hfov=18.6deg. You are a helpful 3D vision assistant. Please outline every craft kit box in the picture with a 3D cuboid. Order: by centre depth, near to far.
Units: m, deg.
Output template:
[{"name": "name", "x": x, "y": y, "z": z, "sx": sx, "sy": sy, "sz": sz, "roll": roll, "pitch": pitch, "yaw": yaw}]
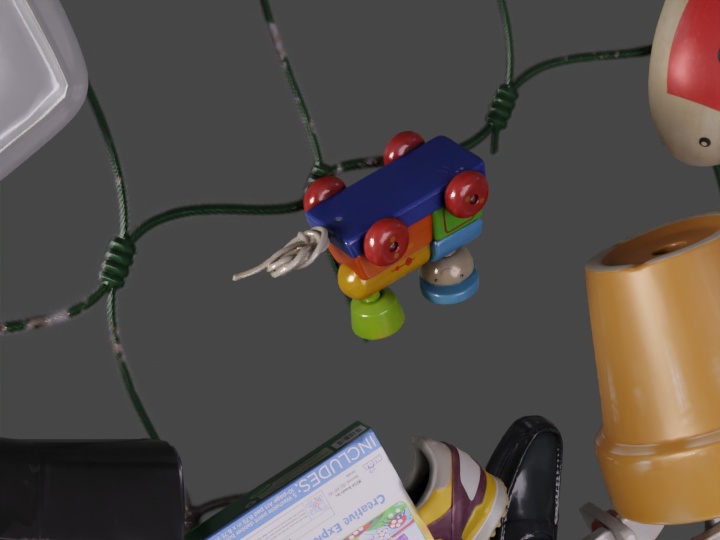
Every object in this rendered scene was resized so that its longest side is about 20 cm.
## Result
[{"name": "craft kit box", "x": -0.031, "y": 0.239, "z": 1.506, "sx": 0.199, "sy": 0.048, "sz": 0.198, "roll": -32, "pitch": 100, "yaw": -12}]

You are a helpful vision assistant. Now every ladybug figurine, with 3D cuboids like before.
[{"name": "ladybug figurine", "x": 0.286, "y": -0.172, "z": 1.645, "sx": 0.135, "sy": 0.072, "sz": 0.201, "roll": 10, "pitch": 98, "yaw": -36}]

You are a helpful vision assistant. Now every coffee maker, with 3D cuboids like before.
[{"name": "coffee maker", "x": -0.212, "y": 0.141, "z": 1.346, "sx": 0.199, "sy": 0.134, "sz": 0.193, "roll": 6, "pitch": 99, "yaw": -37}]

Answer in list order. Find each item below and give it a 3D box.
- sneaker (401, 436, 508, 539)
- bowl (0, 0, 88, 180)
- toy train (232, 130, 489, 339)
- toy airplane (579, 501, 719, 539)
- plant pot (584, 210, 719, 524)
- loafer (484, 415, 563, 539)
[{"name": "sneaker", "x": 0.021, "y": 0.216, "z": 1.579, "sx": 0.090, "sy": 0.075, "sz": 0.201, "roll": 35, "pitch": 78, "yaw": -26}, {"name": "bowl", "x": -0.256, "y": -0.125, "z": 1.276, "sx": 0.200, "sy": 0.075, "sz": 0.200, "roll": -39, "pitch": 123, "yaw": -22}, {"name": "toy train", "x": 0.000, "y": 0.000, "z": 1.495, "sx": 0.199, "sy": 0.085, "sz": 0.116, "roll": -31, "pitch": 132, "yaw": -25}, {"name": "toy airplane", "x": 0.224, "y": 0.264, "z": 1.703, "sx": 0.199, "sy": 0.141, "sz": 0.200, "roll": 12, "pitch": 82, "yaw": -8}, {"name": "plant pot", "x": 0.253, "y": 0.062, "z": 1.629, "sx": 0.200, "sy": 0.200, "sz": 0.184, "roll": -25, "pitch": 102, "yaw": -27}, {"name": "loafer", "x": 0.121, "y": 0.209, "z": 1.641, "sx": 0.068, "sy": 0.070, "sz": 0.202, "roll": 5, "pitch": 100, "yaw": -37}]
